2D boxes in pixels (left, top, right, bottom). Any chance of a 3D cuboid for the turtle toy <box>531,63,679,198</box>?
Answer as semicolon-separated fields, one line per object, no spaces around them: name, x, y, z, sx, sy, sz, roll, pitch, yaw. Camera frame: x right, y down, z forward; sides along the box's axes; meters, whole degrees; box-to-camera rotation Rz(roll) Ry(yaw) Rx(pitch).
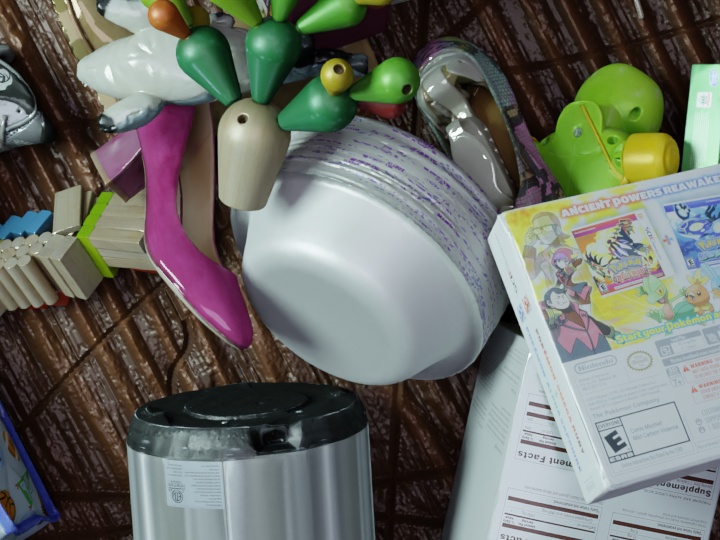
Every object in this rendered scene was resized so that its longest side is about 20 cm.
turtle toy;0.174;-0.058;0.906;0.145;0.101;0.201;4;81;38

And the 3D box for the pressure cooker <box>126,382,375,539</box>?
pressure cooker;-0.077;0.188;0.876;0.178;0.176;0.201;-7;95;-30

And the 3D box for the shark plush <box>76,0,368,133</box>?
shark plush;-0.098;-0.150;0.845;0.199;0.083;0.091;-13;89;2

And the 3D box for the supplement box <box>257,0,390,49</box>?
supplement box;-0.052;-0.263;0.861;0.085;0.110;0.201;-20;74;-13

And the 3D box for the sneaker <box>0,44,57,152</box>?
sneaker;-0.281;-0.080;0.905;0.115;0.075;0.201;0;79;-7

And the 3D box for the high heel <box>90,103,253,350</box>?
high heel;-0.105;-0.043;0.844;0.096;0.067;0.200;-37;68;2

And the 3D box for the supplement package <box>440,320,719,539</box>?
supplement package;0.151;0.152;0.875;0.147;0.191;0.201;12;92;-2

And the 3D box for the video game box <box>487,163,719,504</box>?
video game box;0.201;0.031;0.770;0.199;0.047;0.183;-12;71;-14

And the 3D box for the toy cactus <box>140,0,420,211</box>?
toy cactus;-0.058;-0.120;0.759;0.199;0.102;0.166;20;117;11

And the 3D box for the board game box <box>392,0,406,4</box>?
board game box;0.041;-0.310;0.898;0.103;0.105;0.201;-16;92;-1

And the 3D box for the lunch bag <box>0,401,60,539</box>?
lunch bag;-0.348;0.136;0.902;0.170;0.124;0.200;-27;83;0

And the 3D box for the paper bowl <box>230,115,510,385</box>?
paper bowl;0.000;0.000;0.852;0.200;0.201;0.104;37;57;-2

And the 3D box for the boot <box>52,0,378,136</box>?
boot;-0.109;-0.183;0.924;0.199;0.066;0.176;-25;104;0

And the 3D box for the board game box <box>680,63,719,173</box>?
board game box;0.270;-0.040;0.905;0.029;0.134;0.201;7;92;38

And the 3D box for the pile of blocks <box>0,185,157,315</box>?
pile of blocks;-0.226;-0.009;0.936;0.199;0.082;0.062;-15;136;8

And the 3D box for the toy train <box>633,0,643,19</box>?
toy train;0.205;-0.292;0.895;0.084;0.116;0.201;-8;92;3

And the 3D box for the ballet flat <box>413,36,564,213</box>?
ballet flat;0.079;-0.102;0.879;0.069;0.071;0.200;-40;58;24
